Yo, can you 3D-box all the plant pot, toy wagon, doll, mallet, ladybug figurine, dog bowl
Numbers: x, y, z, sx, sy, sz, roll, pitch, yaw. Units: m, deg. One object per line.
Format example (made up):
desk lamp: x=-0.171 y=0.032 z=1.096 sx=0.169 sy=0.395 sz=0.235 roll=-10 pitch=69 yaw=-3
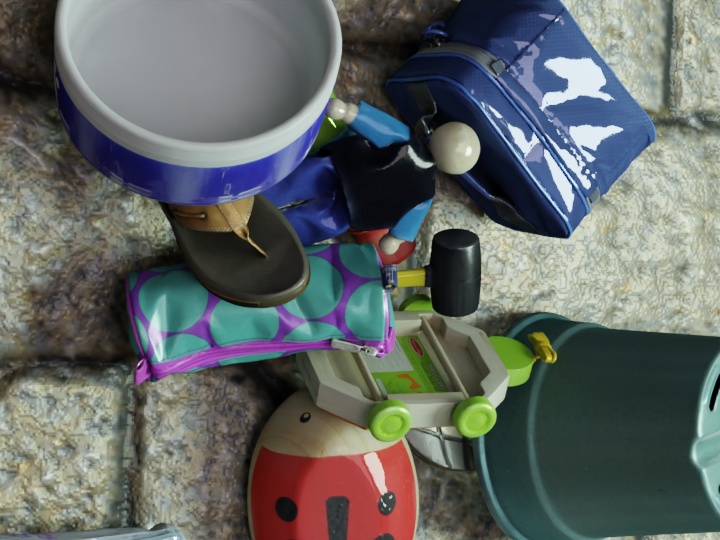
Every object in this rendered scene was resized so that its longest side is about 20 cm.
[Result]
plant pot: x=0.226 y=0.130 z=1.501 sx=0.200 sy=0.196 sz=0.201 roll=4 pitch=84 yaw=-47
toy wagon: x=0.055 y=0.075 z=1.450 sx=0.199 sy=0.155 sz=0.040 roll=0 pitch=122 yaw=-19
doll: x=-0.007 y=-0.070 z=1.412 sx=0.199 sy=0.048 sz=0.137 roll=-15 pitch=118 yaw=3
mallet: x=0.000 y=0.000 z=1.453 sx=0.199 sy=0.041 sz=0.066 roll=1 pitch=114 yaw=-15
ladybug figurine: x=-0.019 y=0.188 z=1.454 sx=0.135 sy=0.072 sz=0.201 roll=-6 pitch=103 yaw=-4
dog bowl: x=-0.117 y=-0.149 z=1.327 sx=0.199 sy=0.079 sz=0.201 roll=5 pitch=60 yaw=-9

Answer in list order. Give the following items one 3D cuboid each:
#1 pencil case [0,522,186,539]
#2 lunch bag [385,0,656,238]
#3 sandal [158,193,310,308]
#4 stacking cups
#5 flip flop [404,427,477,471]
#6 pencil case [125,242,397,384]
pencil case: x=-0.222 y=0.226 z=1.356 sx=0.200 sy=0.083 sz=0.091 roll=3 pitch=110 yaw=-30
lunch bag: x=0.117 y=-0.124 z=1.484 sx=0.200 sy=0.136 sz=0.132 roll=48 pitch=72 yaw=-23
sandal: x=-0.106 y=-0.059 z=1.355 sx=0.082 sy=0.055 sz=0.200 roll=-24 pitch=70 yaw=-7
stacking cups: x=-0.022 y=-0.090 z=1.462 sx=0.060 sy=0.060 sz=0.200 roll=-41 pitch=117 yaw=-20
flip flop: x=0.093 y=0.123 z=1.544 sx=0.200 sy=0.057 sz=0.081 roll=7 pitch=87 yaw=-45
pencil case: x=-0.072 y=0.032 z=1.388 sx=0.199 sy=0.085 sz=0.093 roll=-7 pitch=55 yaw=-5
